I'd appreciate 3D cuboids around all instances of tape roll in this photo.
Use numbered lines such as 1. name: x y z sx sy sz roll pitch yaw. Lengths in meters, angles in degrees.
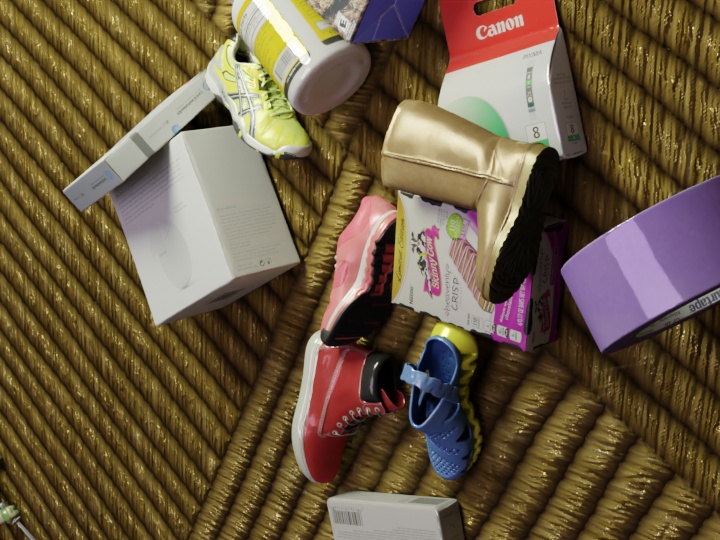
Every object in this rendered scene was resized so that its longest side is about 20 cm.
1. tape roll: 0.285 -0.007 1.167 0.200 0.199 0.085 -37 74 45

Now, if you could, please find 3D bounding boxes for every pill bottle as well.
1. pill bottle: -0.083 -0.290 1.547 0.200 0.111 0.111 55 133 21

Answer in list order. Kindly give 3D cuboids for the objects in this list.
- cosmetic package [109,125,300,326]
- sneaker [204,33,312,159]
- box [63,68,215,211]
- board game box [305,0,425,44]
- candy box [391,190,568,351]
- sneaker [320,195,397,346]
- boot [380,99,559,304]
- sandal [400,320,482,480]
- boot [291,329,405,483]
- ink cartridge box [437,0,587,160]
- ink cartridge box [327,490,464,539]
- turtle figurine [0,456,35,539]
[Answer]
1. cosmetic package: -0.208 -0.060 1.730 0.199 0.122 0.201 -27 82 47
2. sneaker: -0.127 -0.216 1.640 0.200 0.075 0.077 49 132 25
3. box: -0.285 -0.170 1.717 0.041 0.200 0.156 48 148 -13
4. board game box: -0.009 -0.376 1.458 0.200 0.096 0.160 47 130 27
5. candy box: 0.126 -0.007 1.436 0.199 0.061 0.137 19 113 43
6. sneaker: 0.000 0.000 1.576 0.087 0.073 0.201 50 123 41
7. boot: 0.100 -0.074 1.367 0.199 0.066 0.176 21 91 41
8. sandal: 0.086 0.157 1.490 0.079 0.087 0.201 19 128 40
9. boot: -0.010 0.187 1.627 0.144 0.072 0.201 20 110 40
10. ink cartridge box: 0.144 -0.204 1.378 0.160 0.050 0.201 -10 95 47
11. ink cartridge box: 0.050 0.368 1.625 0.199 0.045 0.178 -5 96 48
12. turtle figurine: -0.675 0.441 2.391 0.144 0.199 0.195 135 135 -67
